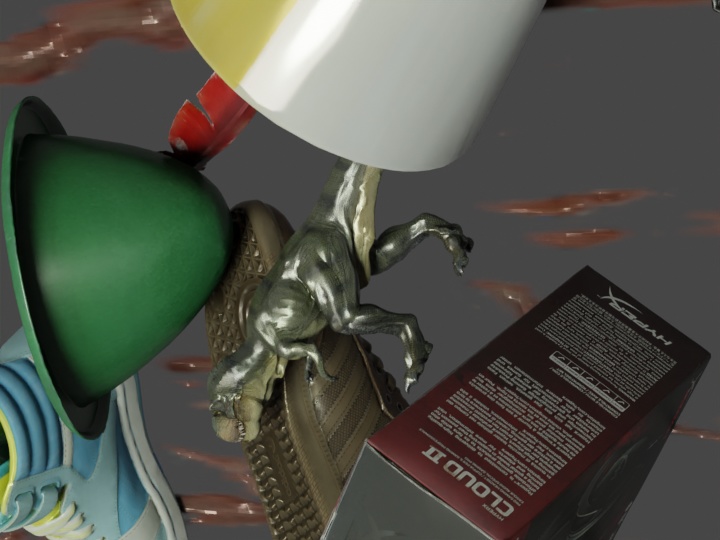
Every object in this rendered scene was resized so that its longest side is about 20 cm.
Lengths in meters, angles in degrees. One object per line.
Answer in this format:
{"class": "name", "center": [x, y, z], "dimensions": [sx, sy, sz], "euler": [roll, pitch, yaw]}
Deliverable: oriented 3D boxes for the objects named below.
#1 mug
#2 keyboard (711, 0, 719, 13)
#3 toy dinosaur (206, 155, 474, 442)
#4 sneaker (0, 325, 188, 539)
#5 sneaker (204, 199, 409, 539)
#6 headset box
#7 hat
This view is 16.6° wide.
{"class": "mug", "center": [0.007, -0.148, 0.989], "dimensions": [0.153, 0.186, 0.150], "euler": [-53, 39, 34]}
{"class": "keyboard", "center": [0.229, -0.095, 0.947], "dimensions": [0.200, 0.040, 0.104], "euler": [24, 104, 25]}
{"class": "toy dinosaur", "center": [0.000, 0.000, 1.119], "dimensions": [0.088, 0.047, 0.200], "euler": [24, 95, -1]}
{"class": "sneaker", "center": [-0.164, 0.126, 1.290], "dimensions": [0.079, 0.131, 0.200], "euler": [-1, 114, 35]}
{"class": "sneaker", "center": [-0.018, 0.062, 1.196], "dimensions": [0.070, 0.075, 0.200], "euler": [-23, 78, 52]}
{"class": "headset box", "center": [0.051, 0.108, 1.071], "dimensions": [0.077, 0.200, 0.149], "euler": [35, 130, 16]}
{"class": "hat", "center": [-0.065, -0.020, 1.171], "dimensions": [0.176, 0.200, 0.166], "euler": [-10, 67, 6]}
